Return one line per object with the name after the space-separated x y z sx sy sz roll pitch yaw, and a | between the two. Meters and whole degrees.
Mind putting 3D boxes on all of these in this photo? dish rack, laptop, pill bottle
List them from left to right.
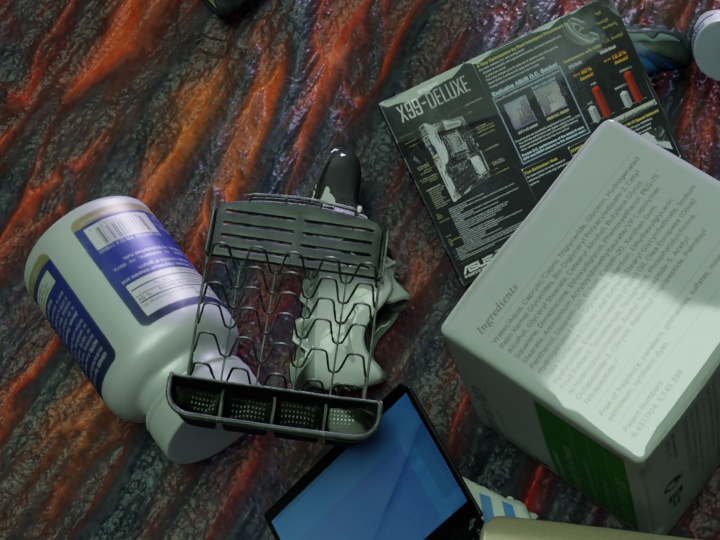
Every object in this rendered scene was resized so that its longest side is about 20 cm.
-0.166 0.049 1.279 0.120 0.120 0.200 -37 63 -5 | pill bottle
-0.054 0.031 1.200 0.153 0.055 0.201 8 65 -2 | dish rack
-0.009 0.206 1.135 0.103 0.200 0.177 41 119 -4 | laptop

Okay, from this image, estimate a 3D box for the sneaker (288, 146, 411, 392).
0.000 0.000 1.292 0.088 0.074 0.201 1 76 14 | sneaker

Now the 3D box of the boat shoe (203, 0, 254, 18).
-0.164 -0.304 1.464 0.060 0.076 0.200 -40 63 -13 | boat shoe

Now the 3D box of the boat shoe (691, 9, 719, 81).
0.360 -0.171 1.282 0.199 0.074 0.065 17 29 1 | boat shoe

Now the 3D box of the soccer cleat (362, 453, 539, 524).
0.077 0.186 1.198 0.086 0.070 0.200 -18 41 -37 | soccer cleat

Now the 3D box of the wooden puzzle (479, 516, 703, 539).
0.160 0.273 1.099 0.184 0.037 0.201 7 91 -1 | wooden puzzle

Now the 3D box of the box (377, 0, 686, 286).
0.134 -0.101 1.268 0.200 0.050 0.158 -26 95 5 | box

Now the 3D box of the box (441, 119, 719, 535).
0.192 0.046 1.150 0.171 0.199 0.200 35 78 25 | box

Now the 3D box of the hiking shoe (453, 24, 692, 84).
0.174 -0.141 1.323 0.199 0.074 0.087 -12 81 12 | hiking shoe
